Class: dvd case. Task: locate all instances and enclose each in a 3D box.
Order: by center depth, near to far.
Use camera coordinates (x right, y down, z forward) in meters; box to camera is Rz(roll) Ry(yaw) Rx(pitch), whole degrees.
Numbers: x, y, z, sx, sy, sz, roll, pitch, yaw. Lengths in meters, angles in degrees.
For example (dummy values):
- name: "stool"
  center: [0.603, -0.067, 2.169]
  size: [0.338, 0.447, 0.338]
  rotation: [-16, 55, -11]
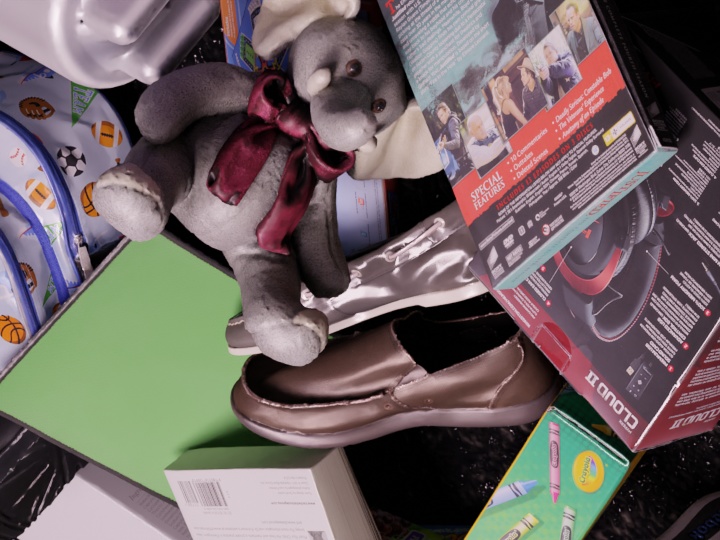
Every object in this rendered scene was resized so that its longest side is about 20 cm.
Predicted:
- name: "dvd case"
  center: [0.082, -0.112, 1.496]
  size: [0.146, 0.022, 0.201]
  rotation: [-43, 61, 43]

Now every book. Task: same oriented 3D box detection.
- name: "book"
  center: [-0.035, 0.204, 1.755]
  size: [0.133, 0.048, 0.201]
  rotation: [-4, 114, 43]

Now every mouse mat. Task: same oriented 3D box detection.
- name: "mouse mat"
  center: [-0.112, 0.066, 1.747]
  size: [0.200, 0.008, 0.161]
  rotation: [32, 110, -37]

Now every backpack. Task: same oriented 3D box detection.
- name: "backpack"
  center: [-0.216, -0.035, 1.768]
  size: [0.199, 0.154, 0.191]
  rotation: [9, 117, 33]

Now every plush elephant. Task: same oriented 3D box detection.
- name: "plush elephant"
  center: [-0.034, -0.075, 1.578]
  size: [0.155, 0.200, 0.165]
  rotation: [-37, 113, 23]

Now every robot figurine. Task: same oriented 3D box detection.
- name: "robot figurine"
  center: [-0.172, -0.177, 1.625]
  size: [0.200, 0.113, 0.170]
  rotation: [30, 162, 35]

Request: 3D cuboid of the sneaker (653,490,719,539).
- name: "sneaker"
  center: [0.162, 0.216, 1.652]
  size: [0.073, 0.199, 0.112]
  rotation: [42, 142, 34]

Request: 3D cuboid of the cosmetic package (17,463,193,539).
- name: "cosmetic package"
  center: [-0.130, 0.185, 1.928]
  size: [0.200, 0.074, 0.102]
  rotation: [35, 136, 11]

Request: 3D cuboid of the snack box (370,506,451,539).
- name: "snack box"
  center: [0.073, 0.263, 1.794]
  size: [0.199, 0.068, 0.169]
  rotation: [23, 132, 23]

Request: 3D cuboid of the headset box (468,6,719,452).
- name: "headset box"
  center: [0.156, -0.015, 1.498]
  size: [0.149, 0.075, 0.200]
  rotation: [48, 127, 28]

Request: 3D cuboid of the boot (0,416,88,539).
- name: "boot"
  center: [-0.230, 0.069, 1.884]
  size: [0.162, 0.198, 0.073]
  rotation: [45, -179, 39]

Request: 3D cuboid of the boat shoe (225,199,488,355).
- name: "boat shoe"
  center: [0.000, 0.000, 1.673]
  size: [0.199, 0.067, 0.057]
  rotation: [-16, 101, 30]

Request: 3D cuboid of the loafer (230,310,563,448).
- name: "loafer"
  center: [0.018, 0.053, 1.687]
  size: [0.199, 0.073, 0.071]
  rotation: [-7, 128, 7]

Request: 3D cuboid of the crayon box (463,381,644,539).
- name: "crayon box"
  center: [0.122, 0.119, 1.660]
  size: [0.058, 0.119, 0.200]
  rotation: [35, 136, 7]

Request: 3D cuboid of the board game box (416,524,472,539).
- name: "board game box"
  center: [0.089, 0.255, 1.852]
  size: [0.135, 0.034, 0.201]
  rotation: [-3, 120, 37]

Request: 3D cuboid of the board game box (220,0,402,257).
- name: "board game box"
  center: [-0.028, -0.081, 1.682]
  size: [0.103, 0.019, 0.201]
  rotation: [14, 130, 24]
